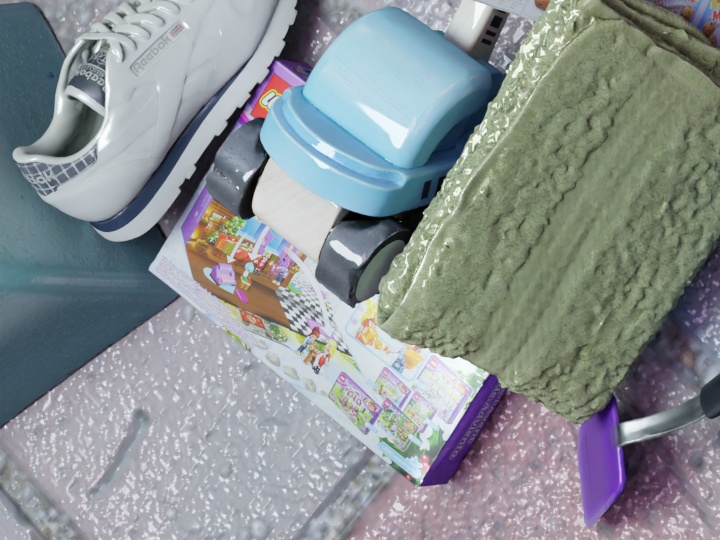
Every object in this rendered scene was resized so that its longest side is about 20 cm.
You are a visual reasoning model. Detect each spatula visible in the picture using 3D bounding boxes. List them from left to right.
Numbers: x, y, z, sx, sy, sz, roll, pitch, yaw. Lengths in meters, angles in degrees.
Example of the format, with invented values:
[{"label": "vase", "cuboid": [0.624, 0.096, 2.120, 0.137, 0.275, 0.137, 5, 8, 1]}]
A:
[{"label": "spatula", "cuboid": [0.153, 0.068, 1.361, 0.200, 0.021, 0.057, -37, 51, 52]}]

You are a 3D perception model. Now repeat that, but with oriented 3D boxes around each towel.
[{"label": "towel", "cuboid": [0.107, -0.033, 1.361, 0.200, 0.148, 0.036, -59, 27, 8]}]

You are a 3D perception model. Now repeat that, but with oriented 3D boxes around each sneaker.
[{"label": "sneaker", "cuboid": [-0.103, -0.115, 1.486, 0.076, 0.080, 0.200, 18, 76, 52]}]

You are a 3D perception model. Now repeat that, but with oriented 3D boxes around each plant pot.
[{"label": "plant pot", "cuboid": [-0.258, -0.020, 1.528, 0.196, 0.200, 0.197, -36, 75, 24]}]

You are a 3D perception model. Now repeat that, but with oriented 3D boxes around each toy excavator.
[{"label": "toy excavator", "cuboid": [0.043, -0.100, 1.391, 0.100, 0.194, 0.200, 39, 121, 22]}]

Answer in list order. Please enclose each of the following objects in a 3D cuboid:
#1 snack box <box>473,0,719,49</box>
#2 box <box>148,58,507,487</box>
[{"label": "snack box", "cuboid": [0.116, -0.146, 1.348, 0.072, 0.200, 0.024, -66, 24, 17]}, {"label": "box", "cuboid": [0.000, 0.000, 1.483, 0.200, 0.039, 0.137, 38, 106, 22]}]
